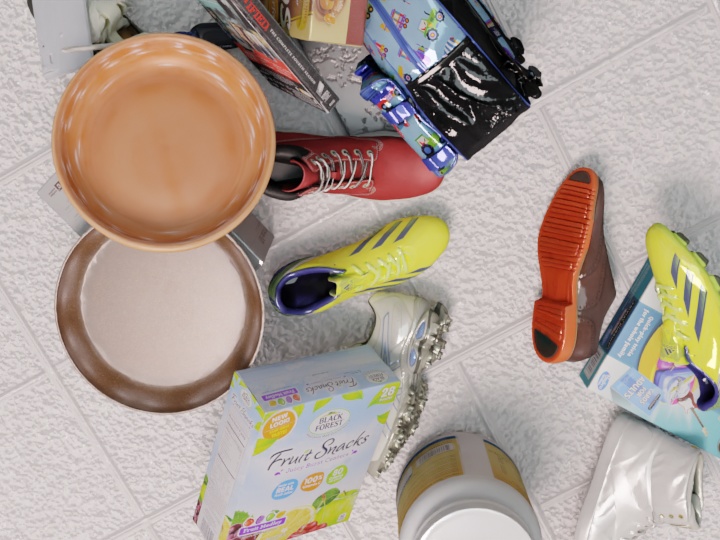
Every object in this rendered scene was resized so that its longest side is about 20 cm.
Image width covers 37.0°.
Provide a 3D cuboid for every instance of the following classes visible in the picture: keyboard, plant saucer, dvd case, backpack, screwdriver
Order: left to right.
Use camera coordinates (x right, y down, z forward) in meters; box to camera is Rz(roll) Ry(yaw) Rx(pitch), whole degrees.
[{"bbox_3d":[-0.291,-0.284,1.024,0.055,0.011,0.203,-13,80,13],"label":"keyboard"},{"bbox_3d":[-0.188,-0.216,1.012,0.029,0.198,0.028,1,103,45],"label":"screwdriver"},{"bbox_3d":[-0.187,0.036,1.015,0.197,0.032,0.204,0,104,1],"label":"plant saucer"},{"bbox_3d":[-0.175,-0.113,0.969,0.197,0.037,0.204,1,79,-7],"label":"plant saucer"},{"bbox_3d":[-0.110,-0.232,0.974,0.022,0.146,0.200,-46,122,-4],"label":"dvd case"},{"bbox_3d":[0.056,-0.211,0.993,0.134,0.183,0.200,-41,106,17],"label":"backpack"}]

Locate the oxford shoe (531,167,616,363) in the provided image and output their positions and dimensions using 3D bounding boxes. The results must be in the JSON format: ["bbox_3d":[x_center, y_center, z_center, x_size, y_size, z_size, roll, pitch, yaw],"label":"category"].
[{"bbox_3d":[0.228,-0.005,1.114,0.072,0.071,0.203,2,103,-29],"label":"oxford shoe"}]

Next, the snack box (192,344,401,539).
[{"bbox_3d":[-0.066,0.182,1.081,0.167,0.068,0.202,-9,129,-37],"label":"snack box"}]

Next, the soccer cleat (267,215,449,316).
[{"bbox_3d":[0.000,0.001,1.097,0.197,0.084,0.066,-20,103,5],"label":"soccer cleat"}]

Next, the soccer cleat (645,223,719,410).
[{"bbox_3d":[0.325,0.050,1.062,0.083,0.065,0.202,-29,101,8],"label":"soccer cleat"}]

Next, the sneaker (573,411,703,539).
[{"bbox_3d":[0.299,0.266,1.143,0.115,0.073,0.203,22,106,32],"label":"sneaker"}]

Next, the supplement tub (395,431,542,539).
[{"bbox_3d":[0.108,0.262,1.097,0.142,0.200,0.147,0,100,1],"label":"supplement tub"}]

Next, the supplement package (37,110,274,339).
[{"bbox_3d":[-0.197,-0.054,1.069,0.117,0.117,0.200,-42,100,10],"label":"supplement package"}]

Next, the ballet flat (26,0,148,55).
[{"bbox_3d":[-0.231,-0.226,1.050,0.199,0.068,0.068,36,57,-12],"label":"ballet flat"}]

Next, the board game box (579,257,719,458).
[{"bbox_3d":[0.357,0.099,1.138,0.198,0.047,0.152,27,103,-6],"label":"board game box"}]

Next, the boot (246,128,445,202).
[{"bbox_3d":[-0.011,-0.094,1.044,0.197,0.144,0.074,4,104,-1],"label":"boot"}]

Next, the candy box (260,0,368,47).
[{"bbox_3d":[-0.050,-0.271,0.970,0.054,0.200,0.117,0,105,-22],"label":"candy box"}]

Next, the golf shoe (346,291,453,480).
[{"bbox_3d":[0.026,0.118,1.144,0.096,0.078,0.203,20,101,16],"label":"golf shoe"}]
